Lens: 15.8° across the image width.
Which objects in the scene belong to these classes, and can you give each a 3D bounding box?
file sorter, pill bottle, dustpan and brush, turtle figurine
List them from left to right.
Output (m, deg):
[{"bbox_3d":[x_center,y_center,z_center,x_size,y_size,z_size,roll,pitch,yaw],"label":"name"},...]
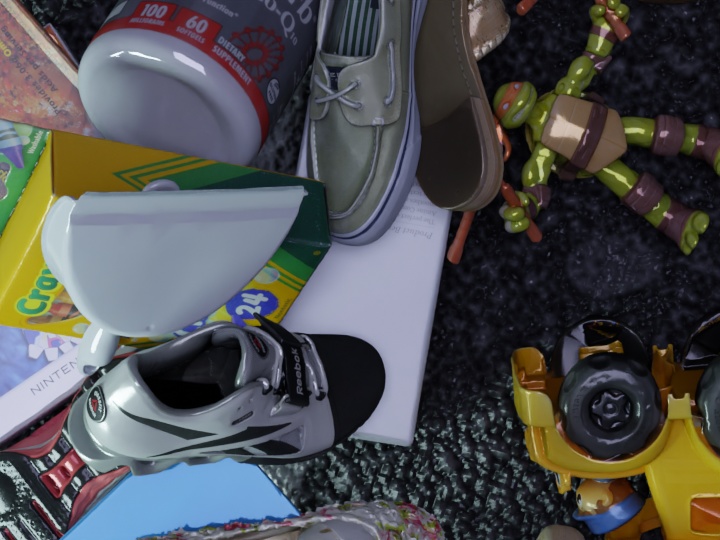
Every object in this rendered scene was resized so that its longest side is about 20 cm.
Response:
[{"bbox_3d":[-0.123,0.007,1.436,0.139,0.200,0.057,-3,47,-26],"label":"dustpan and brush"},{"bbox_3d":[-0.116,0.200,1.544,0.200,0.123,0.139,-43,87,-2],"label":"file sorter"},{"bbox_3d":[-0.075,-0.157,1.529,0.115,0.116,0.200,27,55,2],"label":"pill bottle"},{"bbox_3d":[0.140,-0.070,1.583,0.161,0.064,0.201,25,77,-7],"label":"turtle figurine"}]

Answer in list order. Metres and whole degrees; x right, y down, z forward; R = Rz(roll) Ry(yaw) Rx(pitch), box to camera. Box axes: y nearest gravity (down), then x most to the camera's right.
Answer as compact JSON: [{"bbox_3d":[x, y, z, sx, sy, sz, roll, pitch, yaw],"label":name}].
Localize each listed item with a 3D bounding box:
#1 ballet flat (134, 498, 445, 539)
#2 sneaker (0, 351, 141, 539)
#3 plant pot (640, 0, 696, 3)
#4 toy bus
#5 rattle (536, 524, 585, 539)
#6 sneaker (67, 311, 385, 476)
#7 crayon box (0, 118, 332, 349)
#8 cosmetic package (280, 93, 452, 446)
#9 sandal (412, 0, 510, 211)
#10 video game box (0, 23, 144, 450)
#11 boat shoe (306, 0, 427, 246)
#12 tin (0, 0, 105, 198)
[{"bbox_3d":[-0.049,0.172,1.452,0.199,0.064,0.076,-11,86,-1],"label":"ballet flat"},{"bbox_3d":[-0.166,0.118,1.576,0.200,0.087,0.074,-37,82,23],"label":"sneaker"},{"bbox_3d":[0.189,-0.264,1.525,0.185,0.200,0.187,0,87,2],"label":"plant pot"},{"bbox_3d":[0.193,0.126,1.552,0.199,0.136,0.193,-3,103,3],"label":"toy bus"},{"bbox_3d":[0.072,0.200,1.501,0.142,0.200,0.131,27,93,0],"label":"rattle"},{"bbox_3d":[-0.059,0.064,1.461,0.199,0.089,0.074,-11,65,-34],"label":"sneaker"},{"bbox_3d":[-0.132,-0.013,1.485,0.199,0.126,0.052,11,50,-21],"label":"crayon box"},{"bbox_3d":[0.000,0.000,1.578,0.101,0.074,0.201,11,89,1],"label":"cosmetic package"},{"bbox_3d":[0.057,-0.136,1.544,0.077,0.069,0.213,-19,75,37],"label":"sandal"},{"bbox_3d":[-0.208,-0.019,1.594,0.182,0.047,0.200,-34,87,-4],"label":"video game box"},{"bbox_3d":[-0.004,-0.115,1.502,0.072,0.062,0.201,7,92,31],"label":"boat shoe"},{"bbox_3d":[-0.225,-0.099,1.551,0.112,0.042,0.200,-40,88,-6],"label":"tin"}]
